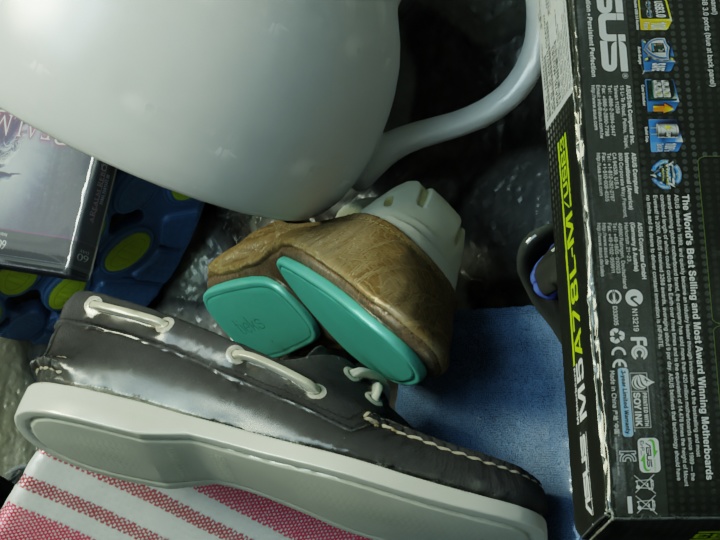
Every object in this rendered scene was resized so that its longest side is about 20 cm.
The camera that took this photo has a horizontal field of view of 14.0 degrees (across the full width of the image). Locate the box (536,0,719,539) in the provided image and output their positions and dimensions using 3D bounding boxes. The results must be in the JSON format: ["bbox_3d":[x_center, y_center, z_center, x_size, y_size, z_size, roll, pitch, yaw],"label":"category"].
[{"bbox_3d":[0.161,-0.011,0.967,0.048,0.193,0.200,122,146,-69],"label":"box"}]

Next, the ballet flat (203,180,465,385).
[{"bbox_3d":[0.000,0.000,1.125,0.072,0.068,0.200,-45,13,-15],"label":"ballet flat"}]

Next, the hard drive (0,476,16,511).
[{"bbox_3d":[-0.167,0.185,1.202,0.200,0.139,0.033,-49,23,18],"label":"hard drive"}]

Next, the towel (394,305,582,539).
[{"bbox_3d":[0.054,0.114,1.096,0.112,0.049,0.200,0,79,39],"label":"towel"}]

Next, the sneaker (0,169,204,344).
[{"bbox_3d":[-0.102,-0.050,1.263,0.200,0.071,0.083,-55,33,16],"label":"sneaker"}]

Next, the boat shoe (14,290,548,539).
[{"bbox_3d":[-0.024,0.055,1.068,0.200,0.074,0.060,12,67,14],"label":"boat shoe"}]

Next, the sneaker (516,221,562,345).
[{"bbox_3d":[0.122,-0.017,1.021,0.081,0.115,0.200,6,81,59],"label":"sneaker"}]

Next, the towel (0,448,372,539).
[{"bbox_3d":[-0.093,0.142,1.155,0.200,0.146,0.030,-57,20,11],"label":"towel"}]

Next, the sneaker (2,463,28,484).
[{"bbox_3d":[-0.127,0.096,1.231,0.200,0.075,0.082,-43,37,12],"label":"sneaker"}]

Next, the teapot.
[{"bbox_3d":[-0.058,-0.117,1.102,0.197,0.200,0.146,33,102,33],"label":"teapot"}]

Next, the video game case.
[{"bbox_3d":[-0.145,-0.101,1.249,0.143,0.019,0.200,8,81,40],"label":"video game case"}]
